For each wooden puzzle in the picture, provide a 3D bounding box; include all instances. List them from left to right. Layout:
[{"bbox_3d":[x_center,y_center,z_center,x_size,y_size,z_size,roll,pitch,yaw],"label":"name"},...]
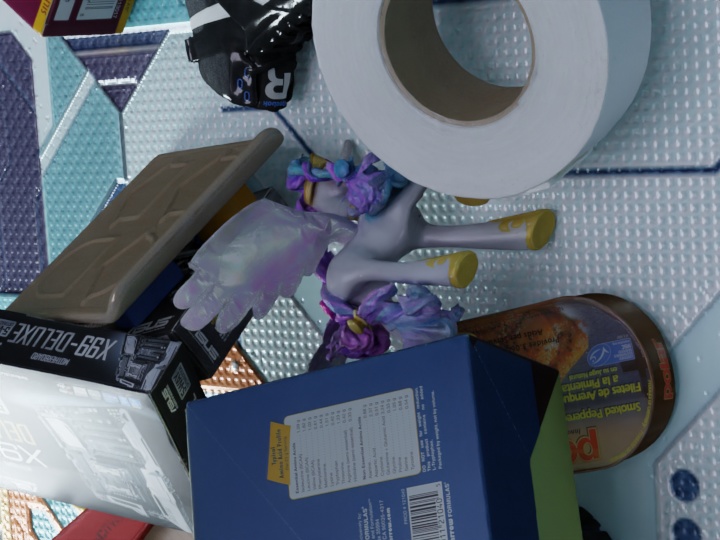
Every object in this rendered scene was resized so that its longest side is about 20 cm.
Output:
[{"bbox_3d":[-0.152,-0.019,1.285,0.046,0.185,0.200,51,151,-18],"label":"wooden puzzle"}]

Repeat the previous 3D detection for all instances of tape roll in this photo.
[{"bbox_3d":[0.073,-0.147,1.095,0.202,0.071,0.203,14,120,26],"label":"tape roll"}]

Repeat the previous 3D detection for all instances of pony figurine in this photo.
[{"bbox_3d":[0.000,0.000,1.184,0.200,0.167,0.193,15,64,40],"label":"pony figurine"}]

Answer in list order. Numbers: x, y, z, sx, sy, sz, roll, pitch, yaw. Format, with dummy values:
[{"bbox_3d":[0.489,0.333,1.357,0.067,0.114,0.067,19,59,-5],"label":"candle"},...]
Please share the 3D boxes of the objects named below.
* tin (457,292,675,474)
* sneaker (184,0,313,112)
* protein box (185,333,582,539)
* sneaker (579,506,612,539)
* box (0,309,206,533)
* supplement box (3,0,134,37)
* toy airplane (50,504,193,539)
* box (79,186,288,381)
[{"bbox_3d":[0.114,0.079,1.169,0.200,0.042,0.112,-15,84,42],"label":"tin"},{"bbox_3d":[-0.045,-0.166,1.251,0.200,0.073,0.112,8,105,48],"label":"sneaker"},{"bbox_3d":[0.017,0.164,1.094,0.200,0.135,0.199,-15,70,27],"label":"protein box"},{"bbox_3d":[0.139,0.216,1.147,0.200,0.075,0.079,41,125,30],"label":"sneaker"},{"bbox_3d":[-0.193,0.102,1.246,0.200,0.050,0.158,9,139,26],"label":"box"},{"bbox_3d":[-0.256,-0.280,1.397,0.200,0.086,0.110,42,122,28],"label":"supplement box"},{"bbox_3d":[-0.175,0.182,1.384,0.199,0.141,0.200,-2,90,7],"label":"toy airplane"},{"bbox_3d":[-0.151,0.026,1.312,0.200,0.158,0.048,-16,122,42],"label":"box"}]
